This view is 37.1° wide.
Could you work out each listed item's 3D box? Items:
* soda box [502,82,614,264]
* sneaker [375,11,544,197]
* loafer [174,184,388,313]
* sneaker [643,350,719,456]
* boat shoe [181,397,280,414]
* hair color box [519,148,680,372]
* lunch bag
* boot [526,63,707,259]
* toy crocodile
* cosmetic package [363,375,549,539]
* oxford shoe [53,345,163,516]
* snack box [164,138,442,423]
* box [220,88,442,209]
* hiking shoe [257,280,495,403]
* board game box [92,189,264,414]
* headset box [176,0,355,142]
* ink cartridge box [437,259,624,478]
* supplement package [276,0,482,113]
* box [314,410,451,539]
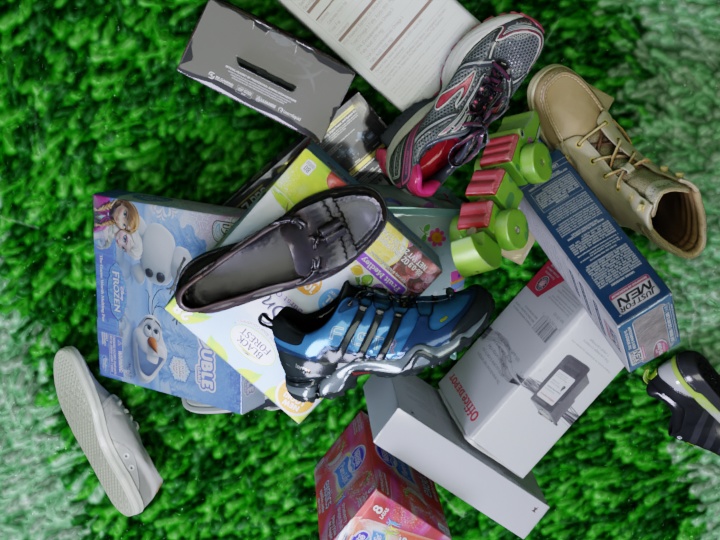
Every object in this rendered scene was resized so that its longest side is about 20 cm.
[{"bbox_3d":[0.185,-0.112,1.145,0.067,0.064,0.201,26,100,-11],"label":"soda box"},{"bbox_3d":[0.104,-0.150,1.007,0.080,0.075,0.200,33,101,-34],"label":"sneaker"},{"bbox_3d":[-0.067,-0.010,0.918,0.199,0.063,0.072,-24,100,8],"label":"loafer"},{"bbox_3d":[0.399,0.174,1.247,0.083,0.072,0.200,-32,105,28],"label":"sneaker"},{"bbox_3d":[-0.097,0.122,1.176,0.199,0.076,0.060,-15,145,14],"label":"boat shoe"},{"bbox_3d":[0.224,-0.012,1.030,0.060,0.201,0.100,-31,145,3],"label":"hair color box"},{"bbox_3d":[0.000,0.000,1.080,0.199,0.122,0.171,1,108,-13],"label":"lunch bag"},{"bbox_3d":[0.249,-0.105,1.039,0.073,0.155,0.200,-36,117,-2],"label":"boot"},{"bbox_3d":[0.127,-0.075,1.001,0.062,0.067,0.201,48,52,-37],"label":"toy crocodile"},{"bbox_3d":[0.100,0.189,1.168,0.200,0.151,0.052,34,99,-12],"label":"cosmetic package"},{"bbox_3d":[-0.277,0.171,1.181,0.058,0.075,0.201,-31,99,-37],"label":"oxford shoe"},{"bbox_3d":[-0.052,0.011,0.991,0.168,0.068,0.200,41,102,-9],"label":"snack box"},{"bbox_3d":[-0.028,-0.067,1.144,0.200,0.049,0.161,-41,106,6],"label":"box"},{"bbox_3d":[0.017,0.046,0.927,0.199,0.074,0.087,-21,107,4],"label":"hiking shoe"},{"bbox_3d":[-0.188,0.028,1.100,0.198,0.043,0.201,9,107,30],"label":"board game box"},{"bbox_3d":[-0.090,-0.196,1.028,0.148,0.200,0.075,25,101,-12],"label":"headset box"},{"bbox_3d":[0.189,0.101,1.156,0.083,0.145,0.200,38,98,-18],"label":"ink cartridge box"},{"bbox_3d":[0.021,-0.253,1.066,0.200,0.117,0.117,40,99,-13],"label":"supplement package"},{"bbox_3d":[0.018,0.247,1.149,0.099,0.200,0.096,36,100,-12],"label":"box"}]
